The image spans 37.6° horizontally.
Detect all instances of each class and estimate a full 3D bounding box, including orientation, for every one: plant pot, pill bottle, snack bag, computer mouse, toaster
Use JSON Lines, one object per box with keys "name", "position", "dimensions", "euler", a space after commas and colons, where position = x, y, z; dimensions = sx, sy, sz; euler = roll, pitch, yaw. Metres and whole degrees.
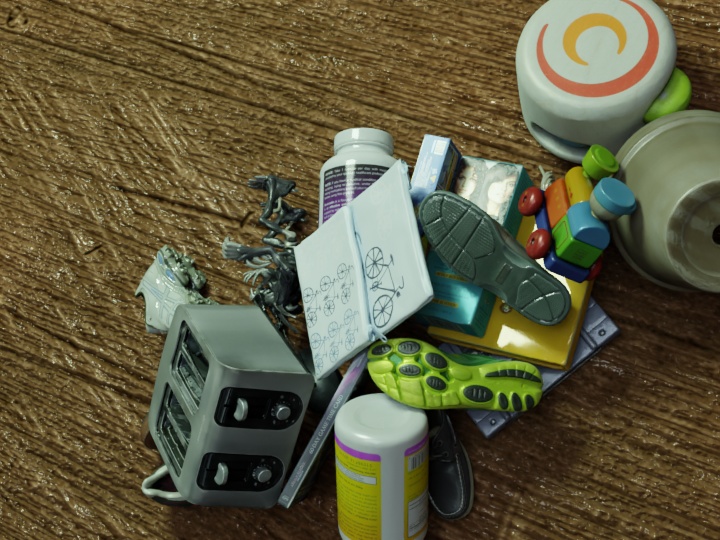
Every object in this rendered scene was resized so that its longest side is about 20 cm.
{"name": "plant pot", "position": [0.362, -0.055, 1.106], "dimensions": [0.198, 0.174, 0.202], "euler": [2, 107, 6]}
{"name": "pill bottle", "position": [0.003, -0.070, 1.319], "dimensions": [0.111, 0.112, 0.202], "euler": [-4, 74, 19]}
{"name": "snack bag", "position": [0.000, 0.000, 1.192], "dimensions": [0.200, 0.021, 0.190], "euler": [-37, 50, 37]}
{"name": "computer mouse", "position": [-0.085, 0.099, 1.345], "dimensions": [0.059, 0.034, 0.200], "euler": [-41, 63, 8]}
{"name": "toaster", "position": [-0.152, 0.143, 1.210], "dimensions": [0.200, 0.118, 0.182], "euler": [47, 124, 52]}
{"name": "pill bottle", "position": [0.024, 0.247, 1.186], "dimensions": [0.103, 0.104, 0.202], "euler": [9, 115, 22]}

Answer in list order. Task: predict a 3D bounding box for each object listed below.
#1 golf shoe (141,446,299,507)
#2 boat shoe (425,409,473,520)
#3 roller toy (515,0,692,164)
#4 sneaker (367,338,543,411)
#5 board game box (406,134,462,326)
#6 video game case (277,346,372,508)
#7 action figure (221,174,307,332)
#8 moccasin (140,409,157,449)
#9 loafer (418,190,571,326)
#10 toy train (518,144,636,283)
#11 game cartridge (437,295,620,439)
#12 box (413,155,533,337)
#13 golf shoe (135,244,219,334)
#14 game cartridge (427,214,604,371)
{"name": "golf shoe", "position": [-0.172, 0.251, 1.306], "dimensions": [0.199, 0.088, 0.078], "euler": [-21, 76, 14]}
{"name": "boat shoe", "position": [0.078, 0.193, 1.232], "dimensions": [0.071, 0.065, 0.202], "euler": [-16, 80, 19]}
{"name": "roller toy", "position": [0.276, -0.228, 1.248], "dimensions": [0.181, 0.140, 0.201], "euler": [-16, 64, 6]}
{"name": "sneaker", "position": [0.102, 0.124, 1.185], "dimensions": [0.198, 0.084, 0.075], "euler": [12, 80, -5]}
{"name": "board game box", "position": [0.082, -0.044, 1.271], "dimensions": [0.034, 0.135, 0.202], "euler": [14, 79, 23]}
{"name": "video game case", "position": [-0.032, 0.181, 1.246], "dimensions": [0.019, 0.143, 0.201], "euler": [29, 86, 8]}
{"name": "action figure", "position": [-0.115, -0.014, 1.340], "dimensions": [0.101, 0.119, 0.201], "euler": [-7, 56, 6]}
{"name": "moccasin", "position": [-0.190, 0.175, 1.350], "dimensions": [0.200, 0.074, 0.078], "euler": [-27, 59, 1]}
{"name": "loafer", "position": [0.148, -0.014, 1.172], "dimensions": [0.200, 0.063, 0.072], "euler": [41, 107, 4]}
{"name": "toy train", "position": [0.237, -0.093, 1.163], "dimensions": [0.116, 0.084, 0.201], "euler": [-54, 24, 38]}
{"name": "game cartridge", "position": [0.189, 0.087, 1.251], "dimensions": [0.200, 0.038, 0.130], "euler": [-40, 70, 6]}
{"name": "box", "position": [0.131, -0.029, 1.236], "dimensions": [0.082, 0.049, 0.201], "euler": [12, 75, 28]}
{"name": "golf shoe", "position": [-0.234, 0.064, 1.390], "dimensions": [0.097, 0.078, 0.200], "euler": [-45, 48, 12]}
{"name": "game cartridge", "position": [0.188, 0.003, 1.243], "dimensions": [0.175, 0.032, 0.201], "euler": [12, 73, 28]}
